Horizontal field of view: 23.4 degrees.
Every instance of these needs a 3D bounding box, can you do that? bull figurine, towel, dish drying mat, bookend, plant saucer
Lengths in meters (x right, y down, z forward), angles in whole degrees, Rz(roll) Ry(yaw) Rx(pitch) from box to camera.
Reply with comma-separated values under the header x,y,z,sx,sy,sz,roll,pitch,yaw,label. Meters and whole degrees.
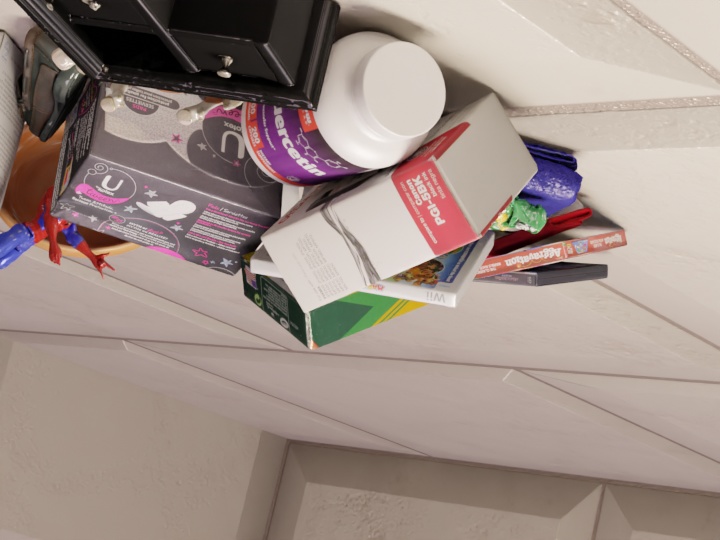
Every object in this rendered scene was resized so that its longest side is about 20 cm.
x,y,z,sx,sy,sz,roll,pitch,yaw,label
-0.178,-0.180,1.488,0.199,0.122,0.065,4,125,9,bull figurine
0.101,-0.104,1.647,0.199,0.050,0.148,17,171,-9,towel
0.141,-0.023,1.775,0.200,0.018,0.077,-22,176,43,dish drying mat
-0.139,-0.208,1.315,0.199,0.092,0.199,9,167,14,bookend
-0.285,-0.084,1.807,0.199,0.201,0.038,13,137,1,plant saucer

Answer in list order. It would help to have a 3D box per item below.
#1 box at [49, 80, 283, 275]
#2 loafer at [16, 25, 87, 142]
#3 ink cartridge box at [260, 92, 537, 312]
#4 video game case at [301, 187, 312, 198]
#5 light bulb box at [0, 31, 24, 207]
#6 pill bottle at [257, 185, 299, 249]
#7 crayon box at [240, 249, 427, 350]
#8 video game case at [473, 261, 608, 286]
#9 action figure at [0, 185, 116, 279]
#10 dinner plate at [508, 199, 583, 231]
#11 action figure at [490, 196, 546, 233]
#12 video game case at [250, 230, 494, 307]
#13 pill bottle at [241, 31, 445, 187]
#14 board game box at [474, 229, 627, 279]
x,y,z,sx,sy,sz,roll,pitch,yaw,label
-0.183,-0.103,1.694,0.199,0.133,0.115,19,142,-22,box
-0.303,-0.187,1.691,0.063,0.072,0.200,35,158,-6,loafer
0.033,-0.058,1.507,0.200,0.147,0.083,-24,104,35,ink cartridge box
0.034,-0.051,1.887,0.181,0.036,0.200,12,179,6,video game case
-0.447,-0.138,1.710,0.197,0.201,0.125,12,168,10,light bulb box
-0.174,-0.077,1.900,0.199,0.113,0.113,10,167,16,pill bottle
0.000,0.000,1.699,0.199,0.051,0.127,-21,-146,-26,crayon box
0.152,-0.001,1.923,0.199,0.019,0.143,6,-173,39,video game case
-0.320,-0.009,1.686,0.099,0.200,0.065,47,164,15,action figure
0.132,-0.072,1.804,0.199,0.024,0.200,13,169,3,dinner plate
0.078,-0.062,1.628,0.199,0.055,0.118,8,166,20,action figure
0.013,-0.018,1.646,0.199,0.018,0.143,9,-153,16,video game case
-0.013,-0.136,1.460,0.112,0.113,0.200,19,166,-26,pill bottle
0.192,-0.017,1.761,0.103,0.020,0.200,-15,178,26,board game box
